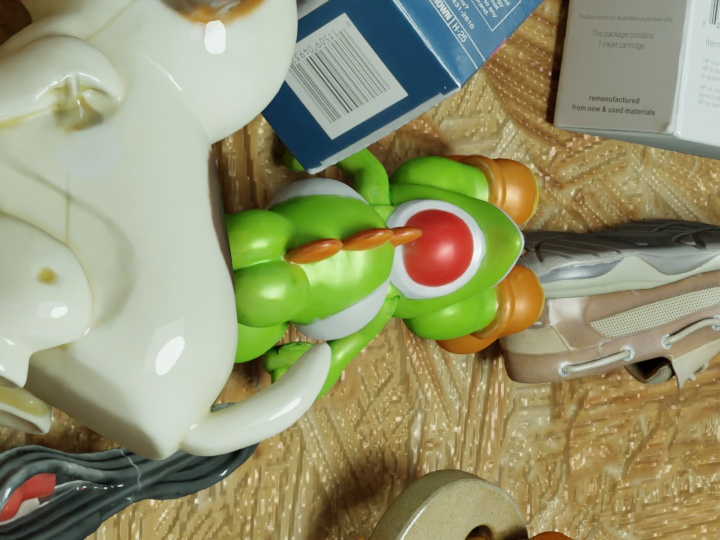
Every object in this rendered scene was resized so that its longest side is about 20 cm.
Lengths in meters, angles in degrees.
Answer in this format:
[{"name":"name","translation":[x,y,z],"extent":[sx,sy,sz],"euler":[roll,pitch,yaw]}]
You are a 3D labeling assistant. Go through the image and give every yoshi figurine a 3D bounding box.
[{"name":"yoshi figurine","translation":[-0.012,-0.003,1.206],"extent":[0.200,0.112,0.112],"euler":[-4,132,-54]}]

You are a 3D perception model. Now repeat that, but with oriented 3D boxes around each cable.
[{"name":"cable","translation":[-0.114,0.079,1.125],"extent":[0.200,0.050,0.097],"euler":[-31,154,-42]}]

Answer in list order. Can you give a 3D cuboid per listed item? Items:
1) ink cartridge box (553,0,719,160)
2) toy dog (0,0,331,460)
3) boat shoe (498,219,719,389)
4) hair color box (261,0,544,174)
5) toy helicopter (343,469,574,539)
[{"name":"ink cartridge box","translation":[0.178,-0.155,1.346],"extent":[0.145,0.084,0.201],"euler":[8,90,-42]},{"name":"toy dog","translation":[-0.091,-0.044,1.047],"extent":[0.140,0.193,0.201],"euler":[64,43,-72]},{"name":"boat shoe","translation":[0.140,0.017,1.346],"extent":[0.199,0.076,0.072],"euler":[-4,101,-32]},{"name":"hair color box","translation":[0.041,-0.129,1.181],"extent":[0.061,0.100,0.200],"euler":[52,47,-11]},{"name":"toy helicopter","translation":[0.010,0.181,1.246],"extent":[0.132,0.079,0.201],"euler":[19,95,-48]}]
